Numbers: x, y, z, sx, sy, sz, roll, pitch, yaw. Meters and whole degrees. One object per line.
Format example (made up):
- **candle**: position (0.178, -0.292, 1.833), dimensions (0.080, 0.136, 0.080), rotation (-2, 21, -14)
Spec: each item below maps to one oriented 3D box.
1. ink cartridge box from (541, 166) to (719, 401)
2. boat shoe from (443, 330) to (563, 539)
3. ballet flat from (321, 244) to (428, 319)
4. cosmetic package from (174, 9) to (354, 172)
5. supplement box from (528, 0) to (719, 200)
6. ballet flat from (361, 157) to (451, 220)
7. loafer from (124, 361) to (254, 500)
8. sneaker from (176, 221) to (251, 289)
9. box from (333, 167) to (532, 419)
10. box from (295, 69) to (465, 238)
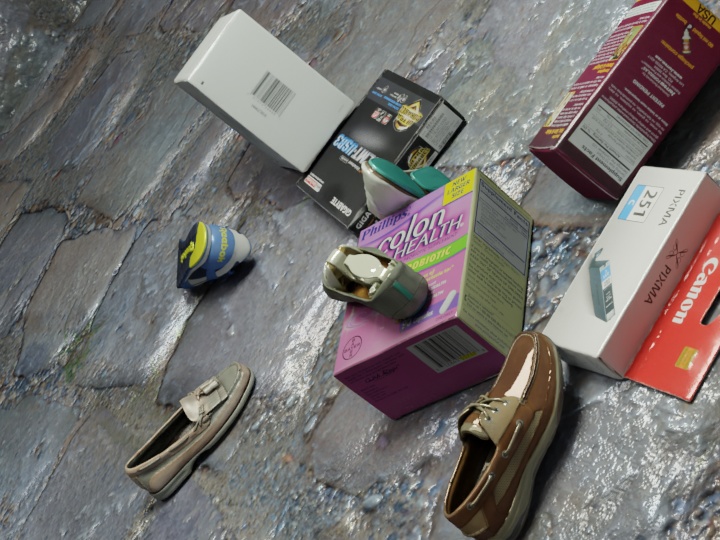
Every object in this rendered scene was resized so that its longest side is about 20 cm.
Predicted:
- **ink cartridge box**: position (0.272, 0.005, 1.250), dimensions (0.201, 0.045, 0.176), rotation (-58, 28, -9)
- **boat shoe**: position (0.126, 0.144, 1.249), dimensions (0.075, 0.071, 0.202), rotation (-16, 53, 58)
- **ballet flat**: position (0.000, 0.000, 1.428), dimensions (0.068, 0.064, 0.199), rotation (-57, 29, -8)
- **cosmetic package**: position (-0.136, -0.245, 1.909), dimensions (0.123, 0.199, 0.200), rotation (-53, 15, -4)
- **supplement box**: position (0.267, -0.174, 1.380), dimensions (0.201, 0.085, 0.110), rotation (-53, 8, 0)
- **ballet flat**: position (0.045, -0.082, 1.564), dimensions (0.069, 0.200, 0.070), rotation (1, 92, 25)
- **loafer**: position (-0.211, 0.191, 1.721), dimensions (0.201, 0.063, 0.072), rotation (-52, 28, 1)
- **sneaker**: position (-0.212, -0.015, 1.951), dimensions (0.200, 0.081, 0.075), rotation (156, 116, -68)
- **box**: position (0.077, 0.025, 1.453), dimensions (0.175, 0.096, 0.201), rotation (-27, 37, 38)
- **box**: position (0.022, -0.149, 1.777), dimensions (0.199, 0.050, 0.200), rotation (-51, 28, 2)
